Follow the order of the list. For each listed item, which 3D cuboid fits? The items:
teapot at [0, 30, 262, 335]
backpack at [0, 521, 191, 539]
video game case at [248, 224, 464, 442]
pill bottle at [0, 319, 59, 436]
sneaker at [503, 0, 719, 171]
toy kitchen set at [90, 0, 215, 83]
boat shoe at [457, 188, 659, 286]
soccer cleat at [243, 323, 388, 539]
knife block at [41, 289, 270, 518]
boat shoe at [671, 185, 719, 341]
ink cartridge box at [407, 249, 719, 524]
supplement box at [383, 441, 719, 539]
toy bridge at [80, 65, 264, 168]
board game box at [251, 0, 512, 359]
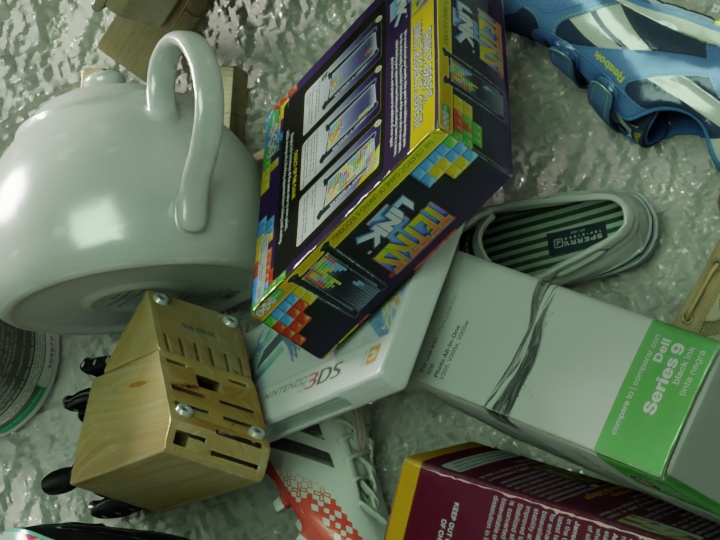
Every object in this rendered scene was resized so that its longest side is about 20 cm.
[{"bbox_3d":[-0.143,-0.052,1.633,0.200,0.197,0.146,-12,76,15],"label":"teapot"},{"bbox_3d":[-0.130,0.227,1.584,0.200,0.176,0.153,20,83,27],"label":"backpack"},{"bbox_3d":[0.000,0.000,1.566,0.182,0.022,0.200,-25,38,54],"label":"video game case"},{"bbox_3d":[-0.275,0.038,1.659,0.113,0.200,0.113,-4,78,19],"label":"pill bottle"},{"bbox_3d":[0.154,-0.122,1.601,0.200,0.074,0.082,22,90,24],"label":"sneaker"},{"bbox_3d":[-0.044,-0.164,1.629,0.180,0.163,0.200,36,114,0],"label":"toy kitchen set"},{"bbox_3d":[0.076,-0.012,1.610,0.200,0.067,0.074,-21,73,16],"label":"boat shoe"},{"bbox_3d":[-0.018,0.110,1.622,0.085,0.069,0.200,-43,62,7],"label":"soccer cleat"},{"bbox_3d":[-0.129,0.111,1.599,0.176,0.064,0.200,-61,24,24],"label":"knife block"},{"bbox_3d":[0.234,-0.036,1.554,0.064,0.071,0.200,23,90,23],"label":"boat shoe"},{"bbox_3d":[0.138,0.068,1.503,0.200,0.146,0.084,21,84,39],"label":"ink cartridge box"},{"bbox_3d":[0.124,0.167,1.528,0.200,0.110,0.086,16,98,22],"label":"supplement box"},{"bbox_3d":[-0.083,-0.095,1.707,0.200,0.027,0.067,1,83,20],"label":"toy bridge"},{"bbox_3d":[0.012,-0.071,1.533,0.165,0.057,0.200,-43,26,29],"label":"board game box"}]
